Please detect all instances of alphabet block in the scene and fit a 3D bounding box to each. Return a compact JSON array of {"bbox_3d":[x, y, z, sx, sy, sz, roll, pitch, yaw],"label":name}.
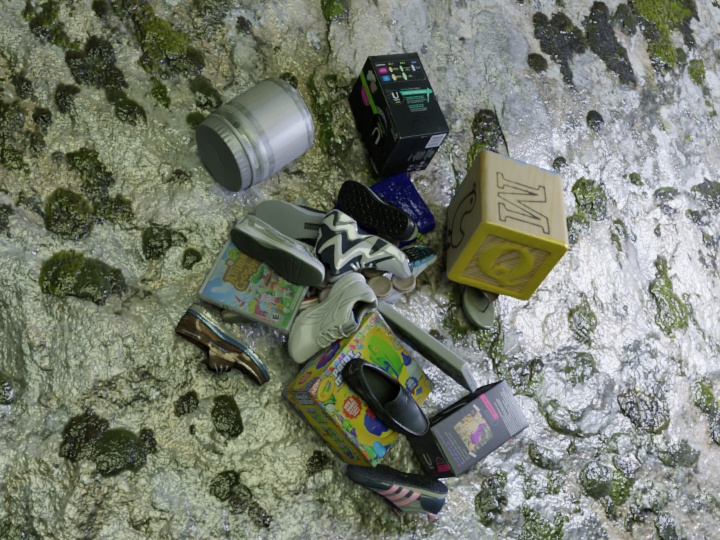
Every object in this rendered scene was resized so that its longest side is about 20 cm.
[{"bbox_3d":[0.296,-0.090,1.802,0.192,0.197,0.203,14,49,-10],"label":"alphabet block"}]

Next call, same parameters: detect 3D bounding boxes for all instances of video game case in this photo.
[{"bbox_3d":[0.128,0.146,1.654,0.199,0.182,0.022,36,82,23],"label":"video game case"},{"bbox_3d":[-0.183,0.006,1.650,0.179,0.022,0.202,22,52,2],"label":"video game case"}]

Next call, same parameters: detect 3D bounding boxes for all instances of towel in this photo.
[{"bbox_3d":[0.053,-0.109,1.819,0.198,0.049,0.149,-31,88,-27],"label":"towel"}]

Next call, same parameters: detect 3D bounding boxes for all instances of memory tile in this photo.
[{"bbox_3d":[0.000,0.000,1.712,0.196,0.017,0.155,-13,56,-13],"label":"memory tile"}]

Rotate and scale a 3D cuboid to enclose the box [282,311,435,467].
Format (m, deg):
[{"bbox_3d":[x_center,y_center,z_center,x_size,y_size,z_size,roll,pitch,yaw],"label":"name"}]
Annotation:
[{"bbox_3d":[-0.003,0.220,1.633,0.193,0.121,0.201,49,64,-15],"label":"box"}]

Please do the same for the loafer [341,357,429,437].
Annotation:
[{"bbox_3d":[0.052,0.228,1.552,0.200,0.070,0.069,43,65,-18],"label":"loafer"}]

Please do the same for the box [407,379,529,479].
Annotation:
[{"bbox_3d":[0.208,0.311,1.712,0.198,0.122,0.108,-26,85,-26],"label":"box"}]

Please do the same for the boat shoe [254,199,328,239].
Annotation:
[{"bbox_3d":[-0.111,-0.094,1.739,0.196,0.057,0.070,13,98,1],"label":"boat shoe"}]

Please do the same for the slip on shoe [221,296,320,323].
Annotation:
[{"bbox_3d":[-0.168,0.061,1.667,0.196,0.074,0.063,-2,71,-18],"label":"slip on shoe"}]

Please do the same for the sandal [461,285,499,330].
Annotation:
[{"bbox_3d":[0.265,0.026,1.859,0.078,0.057,0.205,19,66,-18],"label":"sandal"}]

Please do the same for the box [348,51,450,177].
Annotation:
[{"bbox_3d":[0.076,-0.325,1.826,0.122,0.149,0.203,-11,68,-25],"label":"box"}]

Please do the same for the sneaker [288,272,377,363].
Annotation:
[{"bbox_3d":[-0.052,0.093,1.597,0.200,0.087,0.075,-47,135,-2],"label":"sneaker"}]

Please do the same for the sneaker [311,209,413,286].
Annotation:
[{"bbox_3d":[-0.007,-0.010,1.668,0.197,0.079,0.131,34,81,-10],"label":"sneaker"}]

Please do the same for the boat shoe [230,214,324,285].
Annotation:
[{"bbox_3d":[-0.147,-0.041,1.637,0.199,0.075,0.065,26,50,16],"label":"boat shoe"}]

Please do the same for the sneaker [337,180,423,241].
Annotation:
[{"bbox_3d":[0.039,-0.109,1.755,0.199,0.082,0.072,36,99,26],"label":"sneaker"}]

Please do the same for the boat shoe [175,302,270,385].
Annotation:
[{"bbox_3d":[-0.253,0.152,1.607,0.199,0.072,0.073,39,68,4],"label":"boat shoe"}]

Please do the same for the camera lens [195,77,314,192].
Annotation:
[{"bbox_3d":[-0.199,-0.264,1.701,0.199,0.160,0.161,-37,89,-27],"label":"camera lens"}]

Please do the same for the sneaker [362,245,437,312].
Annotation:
[{"bbox_3d":[0.072,0.018,1.777,0.197,0.075,0.088,-26,120,-18],"label":"sneaker"}]

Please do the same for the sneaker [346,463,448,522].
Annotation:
[{"bbox_3d":[0.062,0.421,1.653,0.196,0.070,0.084,16,105,-2],"label":"sneaker"}]
